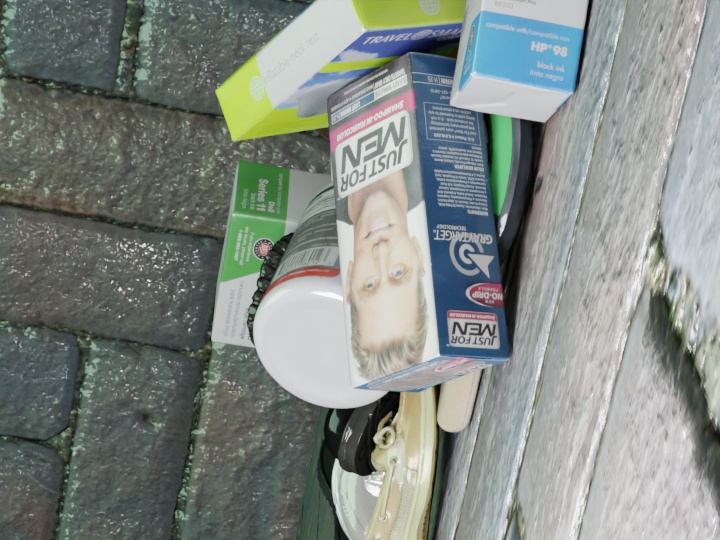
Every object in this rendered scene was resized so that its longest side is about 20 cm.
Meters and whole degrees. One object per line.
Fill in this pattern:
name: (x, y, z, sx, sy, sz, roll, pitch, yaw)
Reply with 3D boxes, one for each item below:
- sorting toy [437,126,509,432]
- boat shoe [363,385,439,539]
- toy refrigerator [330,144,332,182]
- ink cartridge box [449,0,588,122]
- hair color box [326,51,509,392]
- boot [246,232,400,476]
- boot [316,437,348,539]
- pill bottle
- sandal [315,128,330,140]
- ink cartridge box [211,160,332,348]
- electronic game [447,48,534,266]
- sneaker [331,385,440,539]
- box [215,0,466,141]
sorting toy: (0.076, -0.007, 1.539, 0.200, 0.036, 0.187, -87, 8, -66)
boat shoe: (0.023, 0.166, 1.578, 0.073, 0.062, 0.203, -62, -21, -80)
toy refrigerator: (0.021, -0.168, 1.753, 0.070, 0.075, 0.202, 9, 101, 60)
ink cartridge box: (0.108, -0.203, 1.311, 0.116, 0.066, 0.202, 128, 152, -84)
hair color box: (0.035, -0.030, 1.378, 0.100, 0.060, 0.202, -24, 67, 52)
boot: (-0.025, 0.064, 1.675, 0.080, 0.156, 0.212, 82, -153, -43)
boot: (0.009, 0.156, 1.920, 0.199, 0.073, 0.164, -98, 14, -57)
pill bottle: (0.000, 0.000, 1.591, 0.201, 0.115, 0.117, -66, -9, -50)
sandal: (0.025, -0.123, 1.585, 0.199, 0.054, 0.082, 15, 121, 56)
ink cartridge box: (-0.021, -0.002, 1.839, 0.083, 0.198, 0.148, -89, 8, -53)
electronic game: (0.056, -0.062, 1.442, 0.200, 0.041, 0.202, -30, 54, 53)
sneaker: (0.025, 0.129, 1.734, 0.092, 0.075, 0.202, 127, 153, -73)
box: (0.002, -0.152, 1.421, 0.200, 0.121, 0.048, -34, 73, 51)
